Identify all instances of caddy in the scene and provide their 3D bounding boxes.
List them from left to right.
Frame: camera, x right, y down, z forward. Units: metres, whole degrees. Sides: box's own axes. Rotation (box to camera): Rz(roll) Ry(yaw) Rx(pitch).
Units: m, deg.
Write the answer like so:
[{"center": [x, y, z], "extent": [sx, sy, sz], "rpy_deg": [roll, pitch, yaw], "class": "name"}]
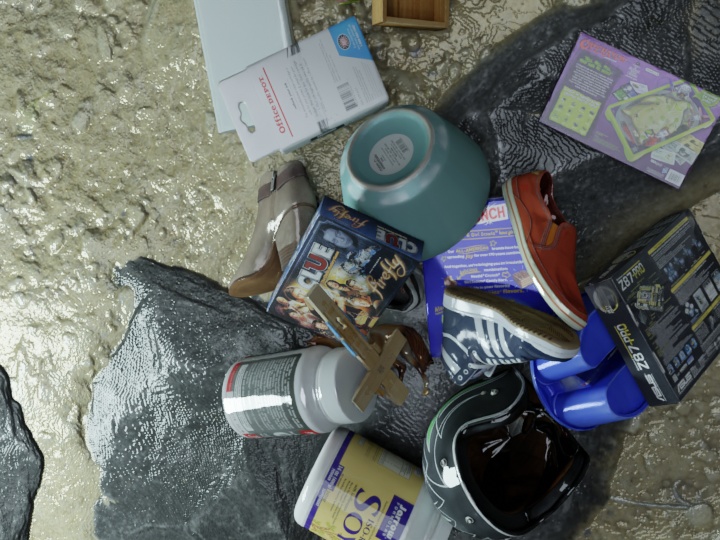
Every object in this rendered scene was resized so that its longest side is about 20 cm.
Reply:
[{"center": [0.293, 0.105, 0.905], "extent": [0.143, 0.198, 0.105], "rpy_deg": [60, 146, 0], "class": "caddy"}]

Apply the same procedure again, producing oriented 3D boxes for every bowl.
[{"center": [0.053, -0.124, 0.909], "extent": [0.197, 0.105, 0.204], "rpy_deg": [-11, 59, 20], "class": "bowl"}]

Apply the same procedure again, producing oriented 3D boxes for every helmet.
[{"center": [0.171, 0.238, 0.937], "extent": [0.190, 0.200, 0.201], "rpy_deg": [-41, 89, 6], "class": "helmet"}]

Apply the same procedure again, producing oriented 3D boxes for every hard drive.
[{"center": [-0.153, -0.304, 1.015], "extent": [0.129, 0.026, 0.204], "rpy_deg": [-9, 96, 13], "class": "hard drive"}]

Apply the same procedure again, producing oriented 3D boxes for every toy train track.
[{"center": [-0.008, 0.096, 0.922], "extent": [0.032, 0.115, 0.201], "rpy_deg": [-5, 131, 50], "class": "toy train track"}]

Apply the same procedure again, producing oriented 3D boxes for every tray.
[{"center": [0.064, -0.412, 0.923], "extent": [0.097, 0.037, 0.205], "rpy_deg": [-4, 101, -25], "class": "tray"}]

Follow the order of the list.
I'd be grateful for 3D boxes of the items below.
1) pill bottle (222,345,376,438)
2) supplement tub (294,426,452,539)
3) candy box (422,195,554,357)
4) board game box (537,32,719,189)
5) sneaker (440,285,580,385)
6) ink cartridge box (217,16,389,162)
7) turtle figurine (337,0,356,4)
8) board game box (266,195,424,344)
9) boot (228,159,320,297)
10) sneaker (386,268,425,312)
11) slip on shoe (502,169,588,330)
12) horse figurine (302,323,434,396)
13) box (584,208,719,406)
[{"center": [-0.083, 0.164, 0.997], "extent": [0.197, 0.113, 0.116], "rpy_deg": [-12, 96, 35], "class": "pill bottle"}, {"center": [0.022, 0.323, 1.012], "extent": [0.197, 0.145, 0.148], "rpy_deg": [26, 103, 7], "class": "supplement tub"}, {"center": [0.169, 0.005, 0.968], "extent": [0.165, 0.077, 0.205], "rpy_deg": [-3, 99, 14], "class": "candy box"}, {"center": [0.339, -0.201, 0.926], "extent": [0.197, 0.032, 0.122], "rpy_deg": [27, 107, 6], "class": "board game box"}, {"center": [0.170, 0.097, 0.873], "extent": [0.199, 0.069, 0.111], "rpy_deg": [24, 112, 50], "class": "sneaker"}, {"center": [-0.074, -0.232, 0.965], "extent": [0.197, 0.067, 0.118], "rpy_deg": [-24, 95, 1], "class": "ink cartridge box"}, {"center": [-0.005, -0.437, 0.941], "extent": [0.196, 0.064, 0.164], "rpy_deg": [-18, 102, 1], "class": "turtle figurine"}, {"center": [-0.024, 0.010, 0.920], "extent": [0.133, 0.035, 0.201], "rpy_deg": [23, 136, -10], "class": "board game box"}, {"center": [-0.125, -0.058, 1.020], "extent": [0.198, 0.069, 0.149], "rpy_deg": [-22, 67, 43], "class": "boot"}, {"center": [0.000, 0.000, 1.003], "extent": [0.197, 0.080, 0.075], "rpy_deg": [19, 104, 10], "class": "sneaker"}, {"center": [0.221, -0.029, 0.846], "extent": [0.061, 0.074, 0.203], "rpy_deg": [-28, 62, 29], "class": "slip on shoe"}, {"center": [0.020, 0.127, 1.019], "extent": [0.198, 0.050, 0.135], "rpy_deg": [-26, 75, 31], "class": "horse figurine"}, {"center": [0.371, 0.040, 0.879], "extent": [0.049, 0.199, 0.163], "rpy_deg": [-24, 97, 55], "class": "box"}]
